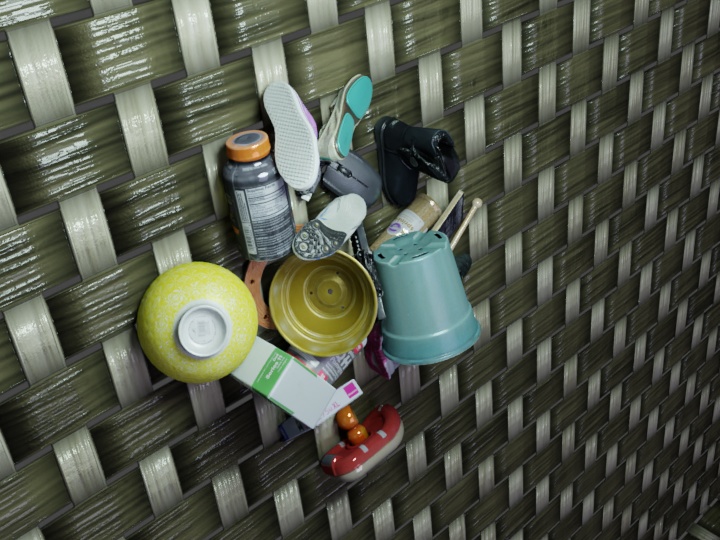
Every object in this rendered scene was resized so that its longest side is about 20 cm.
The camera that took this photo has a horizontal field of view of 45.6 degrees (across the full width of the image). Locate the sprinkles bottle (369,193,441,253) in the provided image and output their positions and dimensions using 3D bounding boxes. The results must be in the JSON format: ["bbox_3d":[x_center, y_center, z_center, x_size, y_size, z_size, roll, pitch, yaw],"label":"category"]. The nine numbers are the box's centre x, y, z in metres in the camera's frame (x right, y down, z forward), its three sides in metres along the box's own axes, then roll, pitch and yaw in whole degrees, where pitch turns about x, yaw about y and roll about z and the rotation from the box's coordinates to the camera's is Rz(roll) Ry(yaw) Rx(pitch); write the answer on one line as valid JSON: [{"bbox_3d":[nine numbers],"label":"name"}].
[{"bbox_3d":[0.078,-0.065,1.716,0.200,0.068,0.069,-47,135,-19],"label":"sprinkles bottle"}]

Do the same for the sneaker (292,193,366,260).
[{"bbox_3d":[-0.058,-0.068,1.495,0.072,0.072,0.200,51,43,-4],"label":"sneaker"}]

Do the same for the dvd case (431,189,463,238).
[{"bbox_3d":[0.155,-0.059,1.786,0.201,0.016,0.149,-55,165,-11],"label":"dvd case"}]

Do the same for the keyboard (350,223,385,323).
[{"bbox_3d":[0.000,0.000,1.590,0.039,0.104,0.203,-11,78,-18],"label":"keyboard"}]

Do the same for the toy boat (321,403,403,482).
[{"bbox_3d":[-0.007,0.343,1.806,0.199,0.130,0.132,-34,100,-29],"label":"toy boat"}]

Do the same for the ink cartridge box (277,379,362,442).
[{"bbox_3d":[-0.086,0.277,1.669,0.119,0.200,0.042,-31,83,-32],"label":"ink cartridge box"}]

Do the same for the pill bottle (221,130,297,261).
[{"bbox_3d":[-0.169,-0.126,1.414,0.106,0.106,0.202,-30,127,-31],"label":"pill bottle"}]

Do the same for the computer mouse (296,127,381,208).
[{"bbox_3d":[-0.021,-0.166,1.581,0.199,0.052,0.140,26,89,-48],"label":"computer mouse"}]

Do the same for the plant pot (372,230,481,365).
[{"bbox_3d":[0.113,0.043,1.620,0.199,0.199,0.199,-30,116,-31],"label":"plant pot"}]

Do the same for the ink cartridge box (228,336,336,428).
[{"bbox_3d":[-0.162,0.178,1.497,0.084,0.199,0.147,-57,138,-11],"label":"ink cartridge box"}]

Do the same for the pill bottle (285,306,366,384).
[{"bbox_3d":[-0.057,0.138,1.646,0.200,0.110,0.111,-49,135,-16],"label":"pill bottle"}]

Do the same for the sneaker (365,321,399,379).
[{"bbox_3d":[0.048,0.131,1.778,0.088,0.081,0.202,-41,141,-25],"label":"sneaker"}]

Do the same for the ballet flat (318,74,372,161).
[{"bbox_3d":[-0.035,-0.271,1.503,0.068,0.062,0.202,56,41,-38],"label":"ballet flat"}]

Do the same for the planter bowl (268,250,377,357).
[{"bbox_3d":[-0.062,0.048,1.560,0.084,0.197,0.203,-59,161,-73],"label":"planter bowl"}]

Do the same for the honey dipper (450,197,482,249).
[{"bbox_3d":[0.207,-0.068,1.834,0.201,0.038,0.038,-57,137,-7],"label":"honey dipper"}]

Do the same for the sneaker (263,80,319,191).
[{"bbox_3d":[-0.093,-0.205,1.406,0.072,0.203,0.114,-20,154,14],"label":"sneaker"}]

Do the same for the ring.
[{"bbox_3d":[-0.136,0.011,1.575,0.199,0.019,0.203,-21,123,-36],"label":"ring"}]

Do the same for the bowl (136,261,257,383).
[{"bbox_3d":[-0.254,0.089,1.366,0.197,0.108,0.204,-1,94,-16],"label":"bowl"}]

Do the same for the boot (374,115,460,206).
[{"bbox_3d":[0.112,-0.188,1.618,0.076,0.167,0.202,-35,131,-27],"label":"boot"}]

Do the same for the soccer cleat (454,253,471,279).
[{"bbox_3d":[0.186,0.037,1.861,0.199,0.081,0.068,-39,132,-25],"label":"soccer cleat"}]
